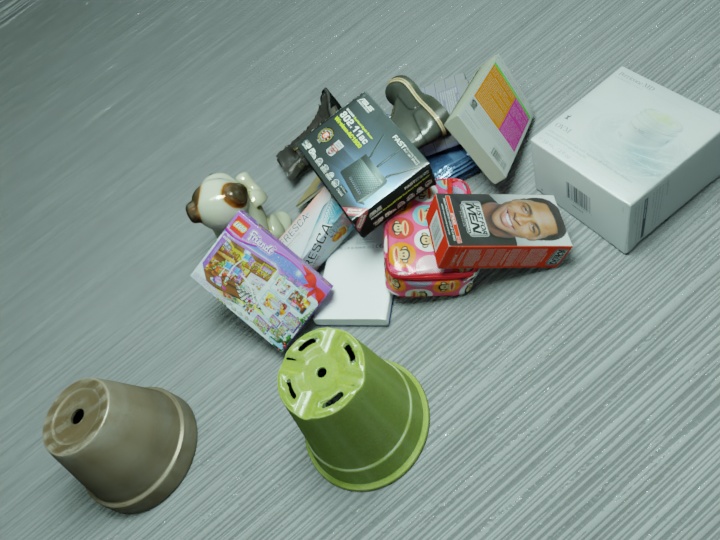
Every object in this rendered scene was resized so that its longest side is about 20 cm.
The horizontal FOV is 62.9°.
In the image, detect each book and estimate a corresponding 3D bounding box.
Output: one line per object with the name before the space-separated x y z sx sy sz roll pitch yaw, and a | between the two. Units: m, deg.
book | 0.229 -0.260 1.007 0.048 0.134 0.201 -25 25 48

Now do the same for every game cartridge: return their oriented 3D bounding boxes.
game cartridge | 0.153 -0.291 1.101 0.128 0.039 0.202 -13 43 14

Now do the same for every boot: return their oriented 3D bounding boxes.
boot | 0.059 -0.268 1.058 0.138 0.078 0.200 -38 39 -1
boot | -0.109 -0.285 1.230 0.173 0.069 0.201 -36 34 13

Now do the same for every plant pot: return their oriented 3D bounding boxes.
plant pot | -0.023 0.174 0.810 0.197 0.191 0.203 -11 54 16
plant pot | -0.384 0.256 0.918 0.197 0.174 0.203 -10 55 15

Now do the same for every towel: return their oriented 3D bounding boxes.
towel | 0.156 -0.206 1.079 0.198 0.049 0.112 -31 51 1

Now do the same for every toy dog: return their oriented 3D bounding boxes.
toy dog | -0.231 -0.087 1.064 0.137 0.201 0.196 -11 54 16

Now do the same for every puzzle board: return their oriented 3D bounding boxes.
puzzle board | -0.041 -0.211 1.125 0.201 0.017 0.150 -59 17 -24

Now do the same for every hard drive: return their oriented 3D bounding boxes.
hard drive | 0.000 0.000 1.020 0.130 0.025 0.203 -2 57 21

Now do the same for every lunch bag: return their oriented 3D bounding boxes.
lunch bag | 0.124 -0.055 0.965 0.173 0.082 0.203 -1 58 2

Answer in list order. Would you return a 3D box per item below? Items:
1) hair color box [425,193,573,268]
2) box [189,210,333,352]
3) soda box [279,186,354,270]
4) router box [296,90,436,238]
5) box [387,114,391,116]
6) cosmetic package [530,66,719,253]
hair color box | 0.207 -0.060 0.894 0.196 0.062 0.103 -1 57 -14
box | -0.162 0.017 0.976 0.199 0.039 0.137 40 97 -1
soda box | -0.084 -0.057 1.031 0.200 0.063 0.068 -48 62 9
router box | 0.006 -0.175 0.957 0.149 0.062 0.201 -36 61 0
box | 0.022 -0.202 1.122 0.069 0.064 0.201 22 70 33
cosmetic package | 0.407 -0.175 0.907 0.199 0.123 0.200 -37 52 -6
